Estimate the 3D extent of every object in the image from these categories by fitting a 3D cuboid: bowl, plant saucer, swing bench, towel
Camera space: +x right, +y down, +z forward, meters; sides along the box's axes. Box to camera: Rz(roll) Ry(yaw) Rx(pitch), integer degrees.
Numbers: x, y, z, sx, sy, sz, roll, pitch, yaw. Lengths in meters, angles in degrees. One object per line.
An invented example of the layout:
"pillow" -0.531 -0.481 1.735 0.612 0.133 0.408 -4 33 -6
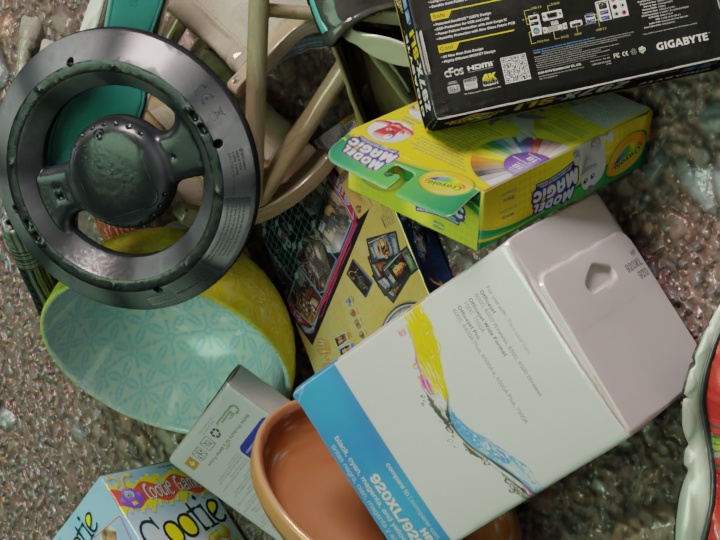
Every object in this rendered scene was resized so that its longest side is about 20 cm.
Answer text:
"bowl" -0.135 0.026 1.595 0.199 0.200 0.108 -22 39 41
"plant saucer" 0.014 0.164 1.432 0.200 0.199 0.038 44 125 29
"swing bench" -0.100 -0.161 1.521 0.199 0.129 0.201 45 124 42
"towel" -0.239 -0.070 1.616 0.034 0.193 0.201 -2 61 3

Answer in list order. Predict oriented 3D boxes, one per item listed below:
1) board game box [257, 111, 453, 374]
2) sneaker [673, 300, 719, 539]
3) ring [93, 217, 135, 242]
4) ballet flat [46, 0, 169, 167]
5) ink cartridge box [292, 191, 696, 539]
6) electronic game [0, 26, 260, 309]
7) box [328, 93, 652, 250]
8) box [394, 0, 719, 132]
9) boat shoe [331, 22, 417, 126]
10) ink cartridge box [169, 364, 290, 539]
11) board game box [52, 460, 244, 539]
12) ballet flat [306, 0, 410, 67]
"board game box" 0.000 0.000 1.534 0.135 0.034 0.201 -31 75 40
"sneaker" 0.251 0.105 1.309 0.084 0.077 0.201 9 109 29
"ring" -0.160 -0.079 1.679 0.200 0.019 0.202 6 99 41
"ballet flat" -0.178 -0.153 1.477 0.069 0.069 0.201 35 114 33
"ink cartridge box" 0.094 0.071 1.359 0.200 0.147 0.145 -36 85 33
"electronic game" -0.163 -0.069 1.436 0.199 0.042 0.201 6 109 18
"box" 0.083 -0.075 1.337 0.117 0.199 0.049 28 127 37
"box" 0.121 -0.186 1.306 0.049 0.199 0.161 127 129 -81
"boat shoe" 0.023 -0.106 1.437 0.073 0.063 0.201 2 126 40
"ink cartridge box" -0.039 0.165 1.558 0.200 0.037 0.095 38 123 -1
"board game box" -0.143 0.263 1.652 0.200 0.103 0.105 55 127 22
"ballet flat" 0.060 -0.159 1.358 0.068 0.199 0.069 123 146 -62
